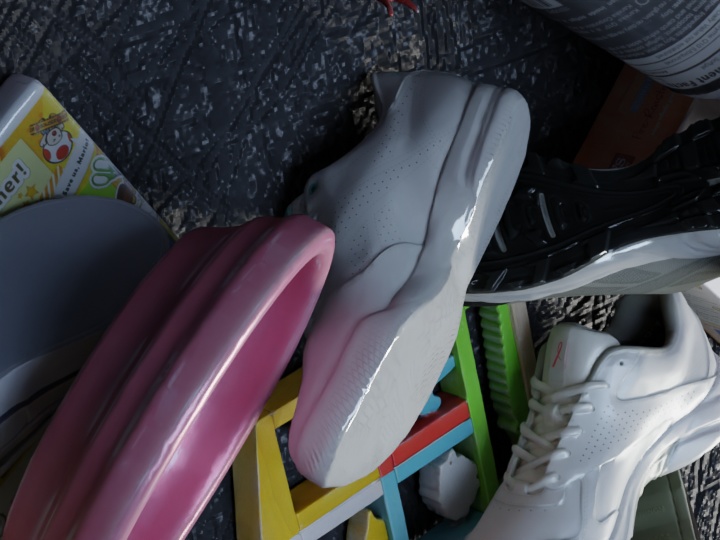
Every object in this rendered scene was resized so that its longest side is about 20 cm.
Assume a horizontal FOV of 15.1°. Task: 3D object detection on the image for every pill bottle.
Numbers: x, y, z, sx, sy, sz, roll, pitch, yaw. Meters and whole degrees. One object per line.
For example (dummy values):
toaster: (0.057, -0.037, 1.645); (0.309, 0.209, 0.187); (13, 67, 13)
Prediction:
pill bottle: (0.142, -0.146, 1.216); (0.200, 0.116, 0.116); (27, 84, -28)

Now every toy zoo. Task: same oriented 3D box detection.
toy zoo: (0.009, 0.091, 1.265); (0.200, 0.020, 0.131); (-31, 122, -33)

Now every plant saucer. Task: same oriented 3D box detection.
plant saucer: (-0.080, 0.060, 1.062); (0.201, 0.051, 0.201); (-58, 174, -10)

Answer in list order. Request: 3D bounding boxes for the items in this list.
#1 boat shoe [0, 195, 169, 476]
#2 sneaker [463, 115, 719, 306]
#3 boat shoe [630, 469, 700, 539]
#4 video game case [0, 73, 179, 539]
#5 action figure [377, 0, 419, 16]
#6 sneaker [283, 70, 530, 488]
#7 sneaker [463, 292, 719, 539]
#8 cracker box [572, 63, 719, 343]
boat shoe: (-0.152, 0.044, 1.046); (0.200, 0.074, 0.065); (-38, 156, -33)
sneaker: (0.111, -0.014, 1.242); (0.079, 0.200, 0.074); (78, 3, -60)
boat shoe: (0.143, 0.166, 1.320); (0.201, 0.072, 0.061); (-90, 165, -47)
video game case: (-0.146, 0.051, 1.108); (0.200, 0.023, 0.182); (-53, 132, -16)
action figure: (-0.048, -0.143, 1.085); (0.200, 0.099, 0.065); (-16, 128, -42)
sneaker: (0.000, 0.000, 1.180); (0.075, 0.088, 0.200); (76, 36, -60)
sneaker: (0.100, 0.077, 1.291); (0.200, 0.078, 0.099); (-46, 124, -36)
cracker box: (0.198, -0.043, 1.375); (0.200, 0.058, 0.134); (37, 77, -42)
